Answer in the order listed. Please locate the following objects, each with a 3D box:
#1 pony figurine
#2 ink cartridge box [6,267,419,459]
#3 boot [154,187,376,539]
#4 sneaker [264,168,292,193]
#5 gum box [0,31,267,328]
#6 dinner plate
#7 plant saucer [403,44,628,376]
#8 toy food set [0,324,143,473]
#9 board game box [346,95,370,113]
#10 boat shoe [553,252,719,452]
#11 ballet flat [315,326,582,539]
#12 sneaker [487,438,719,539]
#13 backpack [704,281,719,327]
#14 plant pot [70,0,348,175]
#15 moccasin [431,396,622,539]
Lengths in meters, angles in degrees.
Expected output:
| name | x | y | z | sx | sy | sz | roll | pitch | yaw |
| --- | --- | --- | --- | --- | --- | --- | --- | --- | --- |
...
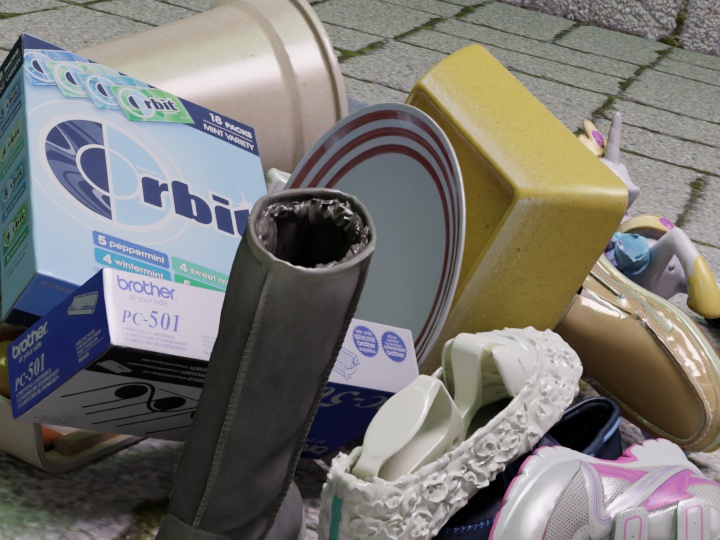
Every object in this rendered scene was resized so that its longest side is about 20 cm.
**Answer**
| name | x | y | z | sx | sy | sz | roll | pitch | yaw |
| --- | --- | --- | --- | --- | --- | --- | --- | --- | --- |
| pony figurine | 0.172 | 0.024 | 1.066 | 0.165 | 0.194 | 0.200 | -5 | 43 | -36 |
| ink cartridge box | -0.072 | 0.053 | 0.848 | 0.199 | 0.094 | 0.045 | 13 | 56 | -40 |
| boot | -0.043 | 0.056 | 0.744 | 0.072 | 0.202 | 0.182 | 13 | 17 | 2 |
| sneaker | -0.086 | -0.016 | 1.087 | 0.198 | 0.117 | 0.074 | 2 | 22 | -25 |
| gum box | -0.127 | -0.033 | 0.957 | 0.169 | 0.045 | 0.201 | 20 | 37 | -31 |
| dinner plate | 0.000 | 0.000 | 0.965 | 0.024 | 0.202 | 0.200 | 17 | 12 | -34 |
| plant saucer | 0.046 | -0.016 | 0.972 | 0.048 | 0.201 | 0.200 | 18 | 22 | -35 |
| toy food set | -0.174 | 0.043 | 0.932 | 0.142 | 0.061 | 0.199 | 20 | 20 | 26 |
| board game box | 0.073 | -0.067 | 1.306 | 0.199 | 0.044 | 0.199 | 31 | 0 | -25 |
| boat shoe | 0.134 | 0.032 | 0.962 | 0.076 | 0.072 | 0.200 | 2 | 36 | -49 |
| ballet flat | 0.049 | 0.072 | 0.815 | 0.071 | 0.072 | 0.200 | 21 | 43 | 28 |
| sneaker | 0.137 | 0.135 | 0.819 | 0.088 | 0.082 | 0.199 | 25 | 22 | 40 |
| backpack | 0.382 | 0.015 | 1.248 | 0.181 | 0.148 | 0.200 | 5 | 21 | -13 |
| plant pot | -0.138 | -0.116 | 1.274 | 0.182 | 0.202 | 0.200 | -13 | 28 | -32 |
| moccasin | 0.077 | 0.108 | 0.885 | 0.080 | 0.069 | 0.199 | 21 | 20 | 27 |
